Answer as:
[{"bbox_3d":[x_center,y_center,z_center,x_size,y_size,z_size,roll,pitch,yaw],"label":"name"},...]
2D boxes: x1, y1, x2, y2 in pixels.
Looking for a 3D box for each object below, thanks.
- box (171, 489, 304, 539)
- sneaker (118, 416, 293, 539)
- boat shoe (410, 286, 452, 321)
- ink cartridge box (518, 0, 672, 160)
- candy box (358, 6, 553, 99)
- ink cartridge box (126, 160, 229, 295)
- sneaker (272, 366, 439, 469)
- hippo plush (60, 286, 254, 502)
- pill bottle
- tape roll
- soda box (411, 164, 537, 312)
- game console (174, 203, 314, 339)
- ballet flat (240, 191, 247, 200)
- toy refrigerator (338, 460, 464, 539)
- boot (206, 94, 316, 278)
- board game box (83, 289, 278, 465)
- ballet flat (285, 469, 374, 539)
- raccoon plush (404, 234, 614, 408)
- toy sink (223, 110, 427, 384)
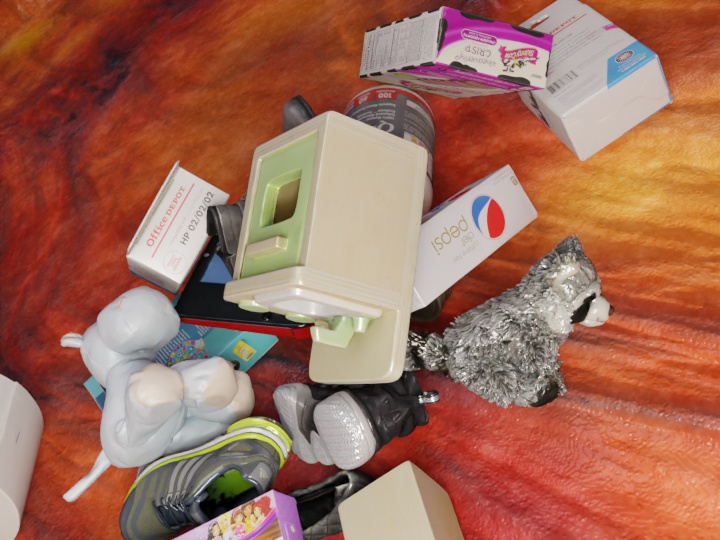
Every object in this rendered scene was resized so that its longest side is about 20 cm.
[{"bbox_3d":[-0.130,0.289,0.738,0.200,0.039,0.137,-30,54,16],"label":"box"},{"bbox_3d":[-0.156,0.210,0.827,0.200,0.074,0.081,-35,16,19],"label":"sneaker"},{"bbox_3d":[0.000,0.000,0.929,0.199,0.072,0.068,16,44,14],"label":"boat shoe"},{"bbox_3d":[0.241,-0.222,0.989,0.115,0.068,0.200,-33,38,6],"label":"ink cartridge box"},{"bbox_3d":[0.099,-0.236,0.979,0.200,0.136,0.061,-160,78,-67],"label":"candy box"},{"bbox_3d":[-0.208,-0.043,1.002,0.115,0.068,0.200,-63,9,-11],"label":"ink cartridge box"},{"bbox_3d":[-0.004,0.129,0.825,0.114,0.076,0.200,-20,6,-24],"label":"sneaker"},{"bbox_3d":[-0.211,0.110,0.908,0.200,0.159,0.161,-49,54,30],"label":"hippo plush"},{"bbox_3d":[0.027,-0.113,1.015,0.116,0.116,0.200,-18,41,23],"label":"pill bottle"},{"bbox_3d":[-0.472,0.217,0.990,0.202,0.203,0.139,-25,39,15],"label":"tape roll"},{"bbox_3d":[0.085,-0.028,0.851,0.200,0.064,0.068,-36,6,-39],"label":"soda box"},{"bbox_3d":[-0.102,-0.007,1.012,0.176,0.031,0.200,8,44,11],"label":"game console"},{"bbox_3d":[-0.079,-0.140,1.171,0.200,0.062,0.067,-49,39,-16],"label":"ballet flat"},{"bbox_3d":[0.049,0.251,0.658,0.076,0.070,0.200,-36,36,12],"label":"toy refrigerator"},{"bbox_3d":[-0.098,-0.078,0.926,0.131,0.200,0.070,-17,41,-17],"label":"boot"},{"bbox_3d":[-0.212,0.107,1.028,0.200,0.047,0.151,-44,39,-10],"label":"board game box"},{"bbox_3d":[-0.076,0.224,0.789,0.200,0.057,0.067,-28,41,12],"label":"ballet flat"},{"bbox_3d":[0.106,0.035,0.737,0.199,0.134,0.097,2,23,-3],"label":"raccoon plush"},{"bbox_3d":[-0.035,-0.013,0.745,0.130,0.112,0.201,-11,67,55],"label":"toy sink"}]
